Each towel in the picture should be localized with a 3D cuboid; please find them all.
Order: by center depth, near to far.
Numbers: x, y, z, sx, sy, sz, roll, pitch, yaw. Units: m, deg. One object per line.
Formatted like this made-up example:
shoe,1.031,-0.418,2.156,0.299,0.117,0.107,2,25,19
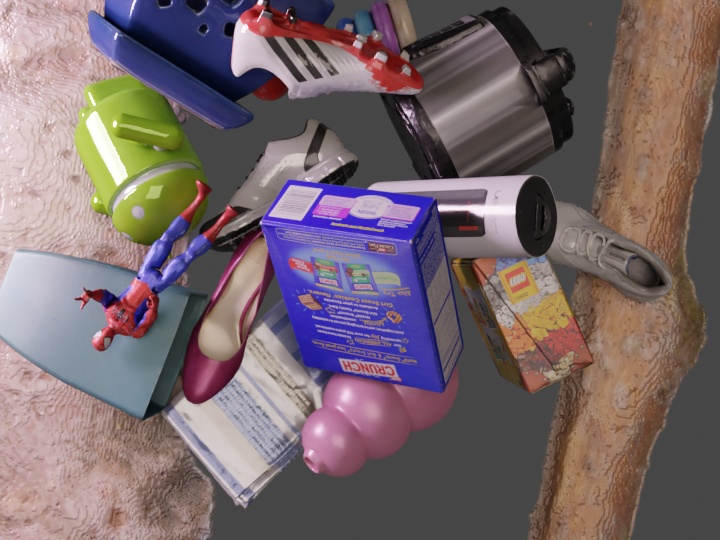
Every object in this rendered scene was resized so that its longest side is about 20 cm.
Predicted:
towel,-0.110,0.148,1.446,0.200,0.024,0.147,-43,91,-12

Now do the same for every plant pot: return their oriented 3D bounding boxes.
plant pot,-0.174,-0.271,1.350,0.199,0.200,0.181,29,96,-27
plant pot,-0.291,0.055,1.395,0.198,0.141,0.143,22,89,2

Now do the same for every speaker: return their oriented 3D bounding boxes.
speaker,0.096,-0.052,1.282,0.198,0.081,0.082,1,90,40

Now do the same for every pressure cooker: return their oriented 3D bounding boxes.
pressure cooker,0.138,-0.183,1.381,0.198,0.179,0.177,-30,53,-2

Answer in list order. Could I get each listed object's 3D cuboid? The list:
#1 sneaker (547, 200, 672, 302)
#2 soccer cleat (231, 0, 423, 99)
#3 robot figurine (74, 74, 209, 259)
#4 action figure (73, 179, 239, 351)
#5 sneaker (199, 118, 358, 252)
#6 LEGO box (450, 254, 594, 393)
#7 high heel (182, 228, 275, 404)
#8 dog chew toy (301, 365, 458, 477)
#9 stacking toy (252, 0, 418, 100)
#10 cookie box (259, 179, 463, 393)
sneaker,0.269,-0.026,1.446,0.198,0.087,0.075,22,91,-1
soccer cleat,-0.034,-0.205,1.282,0.198,0.069,0.086,16,121,-15
robot figurine,-0.237,-0.115,1.390,0.115,0.176,0.201,-18,69,-31
action figure,-0.210,0.001,1.280,0.065,0.099,0.201,38,92,6
sneaker,-0.101,-0.094,1.443,0.199,0.074,0.080,-34,77,-7
LEGO box,0.170,0.042,1.384,0.076,0.200,0.150,-24,92,-2
high heel,-0.142,0.049,1.398,0.067,0.096,0.201,30,75,4
dog chew toy,0.016,0.147,1.394,0.200,0.124,0.125,-41,92,-25
stacking toy,-0.035,-0.244,1.439,0.197,0.085,0.086,-16,91,2
cookie box,0.005,0.017,1.291,0.169,0.075,0.202,9,134,25
